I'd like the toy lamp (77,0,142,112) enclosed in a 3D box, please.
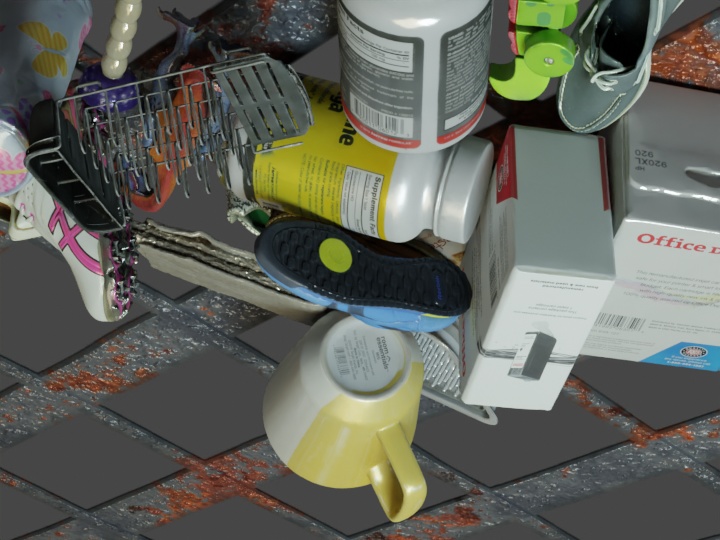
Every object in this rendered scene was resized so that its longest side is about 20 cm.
[{"bbox_3d":[-0.174,-0.210,1.173,0.058,0.058,0.201,13,133,-8],"label":"toy lamp"}]

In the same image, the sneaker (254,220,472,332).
[{"bbox_3d":[-0.007,0.015,1.261,0.199,0.066,0.078,14,152,-29],"label":"sneaker"}]

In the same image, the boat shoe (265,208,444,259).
[{"bbox_3d":[0.000,0.000,1.351,0.199,0.068,0.072,25,140,-25],"label":"boat shoe"}]

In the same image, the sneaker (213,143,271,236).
[{"bbox_3d":[-0.059,-0.033,1.397,0.077,0.089,0.200,-25,134,38],"label":"sneaker"}]

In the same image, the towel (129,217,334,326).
[{"bbox_3d":[-0.116,0.002,1.443,0.199,0.035,0.133,20,171,6],"label":"towel"}]

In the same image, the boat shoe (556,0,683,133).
[{"bbox_3d":[0.186,-0.170,1.151,0.073,0.062,0.200,42,141,13],"label":"boat shoe"}]

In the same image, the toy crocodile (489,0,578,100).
[{"bbox_3d":[0.133,-0.205,1.129,0.061,0.068,0.200,6,146,3],"label":"toy crocodile"}]

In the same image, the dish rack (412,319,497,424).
[{"bbox_3d":[0.046,0.066,1.502,0.199,0.044,0.172,23,158,38],"label":"dish rack"}]

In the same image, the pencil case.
[{"bbox_3d":[-0.267,-0.149,1.179,0.090,0.201,0.083,-26,128,29],"label":"pencil case"}]

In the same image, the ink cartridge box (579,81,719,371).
[{"bbox_3d":[0.258,-0.034,1.281,0.146,0.145,0.200,8,146,-6],"label":"ink cartridge box"}]

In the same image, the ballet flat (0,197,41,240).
[{"bbox_3d":[-0.333,-0.060,1.436,0.199,0.064,0.067,19,144,-17],"label":"ballet flat"}]

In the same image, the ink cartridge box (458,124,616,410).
[{"bbox_3d":[0.139,0.003,1.263,0.083,0.145,0.200,7,144,-7],"label":"ink cartridge box"}]

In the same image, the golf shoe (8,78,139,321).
[{"bbox_3d":[-0.240,-0.052,1.277,0.091,0.201,0.073,-13,-177,11],"label":"golf shoe"}]

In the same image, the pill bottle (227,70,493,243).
[{"bbox_3d":[0.002,-0.089,1.250,0.199,0.113,0.113,16,147,12],"label":"pill bottle"}]

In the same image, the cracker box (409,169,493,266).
[{"bbox_3d":[0.087,-0.031,1.399,0.133,0.058,0.200,-22,136,37],"label":"cracker box"}]

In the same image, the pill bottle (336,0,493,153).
[{"bbox_3d":[0.040,-0.189,1.128,0.115,0.116,0.201,5,145,4],"label":"pill bottle"}]

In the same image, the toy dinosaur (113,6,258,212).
[{"bbox_3d":[-0.161,-0.117,1.254,0.104,0.200,0.182,25,113,1],"label":"toy dinosaur"}]

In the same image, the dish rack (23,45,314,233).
[{"bbox_3d":[-0.133,-0.096,1.133,0.199,0.055,0.153,-12,160,5],"label":"dish rack"}]

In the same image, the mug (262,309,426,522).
[{"bbox_3d":[0.008,0.116,1.418,0.186,0.150,0.153,32,154,5],"label":"mug"}]
